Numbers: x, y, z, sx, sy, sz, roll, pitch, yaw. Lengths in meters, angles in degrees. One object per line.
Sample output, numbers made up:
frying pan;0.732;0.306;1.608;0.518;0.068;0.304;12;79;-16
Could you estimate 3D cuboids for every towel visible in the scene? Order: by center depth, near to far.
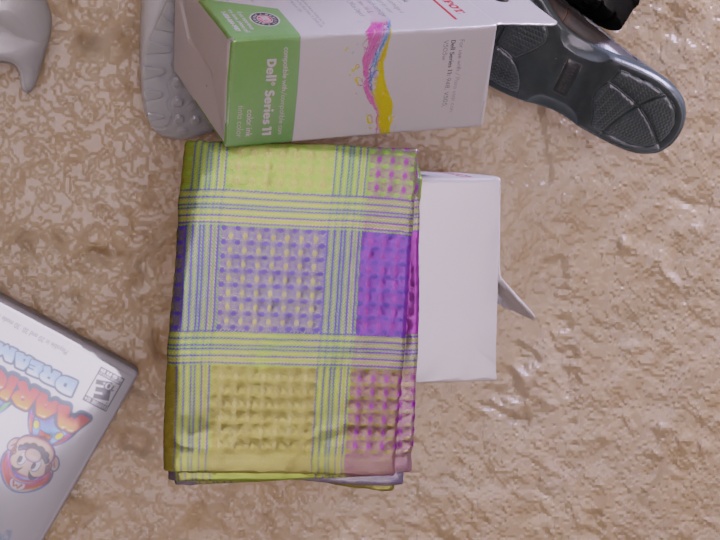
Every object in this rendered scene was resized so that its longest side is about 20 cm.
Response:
towel;-0.038;0.028;0.723;0.143;0.023;0.201;2;96;-9

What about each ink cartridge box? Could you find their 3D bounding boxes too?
ink cartridge box;0.001;-0.132;0.751;0.199;0.117;0.068;-7;123;-21
ink cartridge box;0.000;0.000;0.803;0.199;0.129;0.126;-1;97;-11

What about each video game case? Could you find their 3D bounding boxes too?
video game case;-0.273;0.095;0.816;0.200;0.024;0.182;30;91;-13

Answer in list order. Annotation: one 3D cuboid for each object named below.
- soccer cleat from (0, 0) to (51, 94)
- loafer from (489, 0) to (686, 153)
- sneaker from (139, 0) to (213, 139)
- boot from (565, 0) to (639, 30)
soccer cleat;-0.288;-0.150;0.763;0.199;0.069;0.078;4;99;-14
loafer;0.126;-0.147;0.849;0.200;0.063;0.072;34;117;1
sneaker;-0.104;-0.181;0.794;0.076;0.081;0.201;-3;118;-29
boot;0.137;-0.275;0.819;0.211;0.079;0.158;34;93;-18
